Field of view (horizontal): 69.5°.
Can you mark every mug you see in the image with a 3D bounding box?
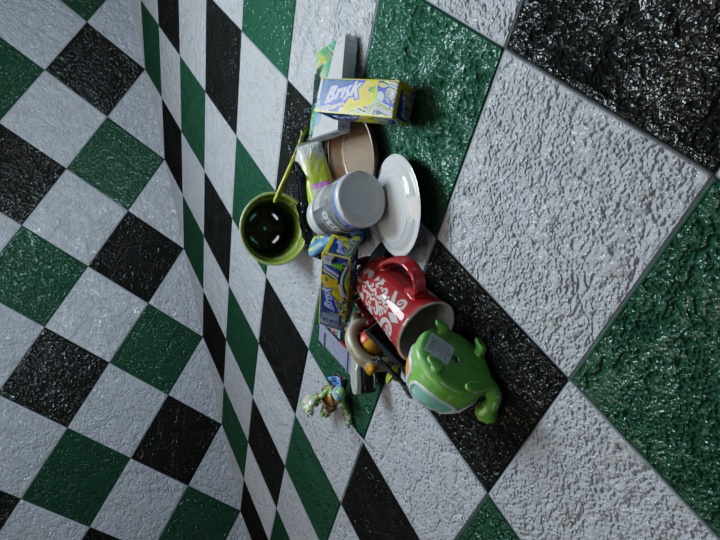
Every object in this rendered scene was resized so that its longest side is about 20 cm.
[{"bbox_3d":[0.088,0.048,1.041,0.200,0.131,0.181,46,121,48],"label":"mug"}]

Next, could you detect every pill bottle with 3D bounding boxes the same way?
[{"bbox_3d":[-0.039,-0.134,1.110,0.199,0.112,0.117,-11,92,64],"label":"pill bottle"}]

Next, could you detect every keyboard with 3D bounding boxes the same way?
[{"bbox_3d":[-0.154,-0.158,1.284,0.105,0.039,0.203,-118,20,-48],"label":"keyboard"},{"bbox_3d":[0.083,0.187,1.032,0.200,0.126,0.021,43,121,14],"label":"keyboard"}]

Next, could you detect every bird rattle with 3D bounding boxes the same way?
[{"bbox_3d":[0.038,0.144,1.120,0.113,0.161,0.202,-47,68,41],"label":"bird rattle"}]

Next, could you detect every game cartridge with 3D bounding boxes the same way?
[{"bbox_3d":[-0.057,0.185,1.415,0.199,0.038,0.132,38,136,48],"label":"game cartridge"}]

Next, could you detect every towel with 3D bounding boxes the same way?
[{"bbox_3d":[-0.183,-0.278,1.355,0.203,0.018,0.086,-62,6,22],"label":"towel"}]

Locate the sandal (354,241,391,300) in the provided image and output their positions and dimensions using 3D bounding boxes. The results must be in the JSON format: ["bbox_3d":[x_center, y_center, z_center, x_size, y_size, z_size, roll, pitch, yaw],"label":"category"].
[{"bbox_3d":[0.000,-0.001,1.182,0.201,0.047,0.076,-50,26,38],"label":"sandal"}]

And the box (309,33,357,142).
[{"bbox_3d":[-0.063,-0.399,1.151,0.143,0.036,0.205,6,90,59],"label":"box"}]

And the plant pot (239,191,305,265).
[{"bbox_3d":[-0.268,-0.122,1.528,0.184,0.196,0.206,-168,68,-70],"label":"plant pot"}]

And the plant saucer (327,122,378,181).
[{"bbox_3d":[-0.012,-0.259,1.163,0.199,0.036,0.205,30,126,51],"label":"plant saucer"}]

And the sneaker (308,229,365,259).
[{"bbox_3d":[-0.049,-0.068,1.270,0.198,0.082,0.072,-19,55,50],"label":"sneaker"}]

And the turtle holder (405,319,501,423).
[{"bbox_3d":[0.167,0.192,0.945,0.143,0.182,0.133,-95,25,-45],"label":"turtle holder"}]

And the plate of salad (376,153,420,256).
[{"bbox_3d":[0.079,-0.130,1.047,0.199,0.047,0.205,174,90,-67],"label":"plate of salad"}]

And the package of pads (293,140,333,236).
[{"bbox_3d":[-0.111,-0.202,1.292,0.154,0.067,0.204,143,110,-74],"label":"package of pads"}]

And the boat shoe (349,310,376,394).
[{"bbox_3d":[0.009,0.201,1.278,0.074,0.059,0.205,153,116,-69],"label":"boat shoe"}]

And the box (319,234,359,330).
[{"bbox_3d":[-0.048,0.028,1.119,0.063,0.071,0.203,14,130,9],"label":"box"}]

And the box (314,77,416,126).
[{"bbox_3d":[0.005,-0.328,1.007,0.197,0.064,0.072,17,98,37],"label":"box"}]

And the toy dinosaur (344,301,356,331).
[{"bbox_3d":[-0.040,0.069,1.296,0.106,0.060,0.201,-38,22,17],"label":"toy dinosaur"}]

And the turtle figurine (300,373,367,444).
[{"bbox_3d":[-0.099,0.405,1.461,0.194,0.141,0.205,-35,68,62],"label":"turtle figurine"}]
